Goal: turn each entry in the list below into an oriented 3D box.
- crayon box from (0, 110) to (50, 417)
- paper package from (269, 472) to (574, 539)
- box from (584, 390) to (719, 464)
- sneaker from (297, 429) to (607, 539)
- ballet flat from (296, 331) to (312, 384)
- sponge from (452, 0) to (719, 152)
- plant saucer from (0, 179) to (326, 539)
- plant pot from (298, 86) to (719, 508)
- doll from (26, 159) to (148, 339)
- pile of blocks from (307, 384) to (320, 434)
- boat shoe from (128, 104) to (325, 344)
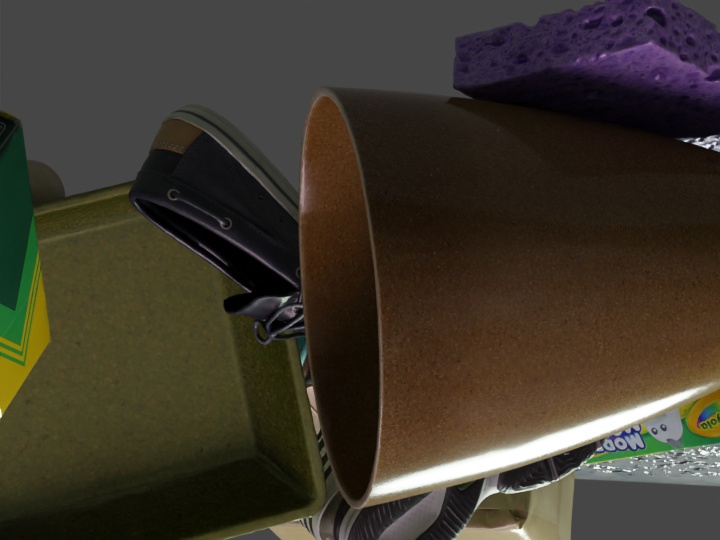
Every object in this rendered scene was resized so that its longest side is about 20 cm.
[{"bbox_3d":[-0.247,-0.031,1.145,0.200,0.058,0.173,21,145,13],"label":"crayon box"},{"bbox_3d":[0.043,0.150,1.718,0.190,0.104,0.200,0,161,15],"label":"paper package"},{"bbox_3d":[0.177,0.073,1.477,0.200,0.048,0.117,-10,-170,40],"label":"box"},{"bbox_3d":[0.046,0.084,1.371,0.115,0.200,0.076,27,144,54],"label":"sneaker"},{"bbox_3d":[0.000,0.000,1.348,0.068,0.068,0.200,-8,158,-15],"label":"ballet flat"},{"bbox_3d":[0.148,-0.074,1.160,0.111,0.030,0.200,-12,157,41],"label":"sponge"},{"bbox_3d":[-0.133,0.051,1.293,0.200,0.200,0.048,-14,-162,-10],"label":"plant saucer"},{"bbox_3d":[0.085,0.006,1.123,0.200,0.187,0.186,-4,162,-11],"label":"plant pot"},{"bbox_3d":[-0.131,0.022,1.337,0.136,0.048,0.200,-35,117,4],"label":"doll"},{"bbox_3d":[-0.008,0.059,1.489,0.200,0.082,0.062,9,146,51],"label":"pile of blocks"},{"bbox_3d":[-0.036,0.006,1.237,0.200,0.062,0.075,45,156,-14],"label":"boat shoe"}]
